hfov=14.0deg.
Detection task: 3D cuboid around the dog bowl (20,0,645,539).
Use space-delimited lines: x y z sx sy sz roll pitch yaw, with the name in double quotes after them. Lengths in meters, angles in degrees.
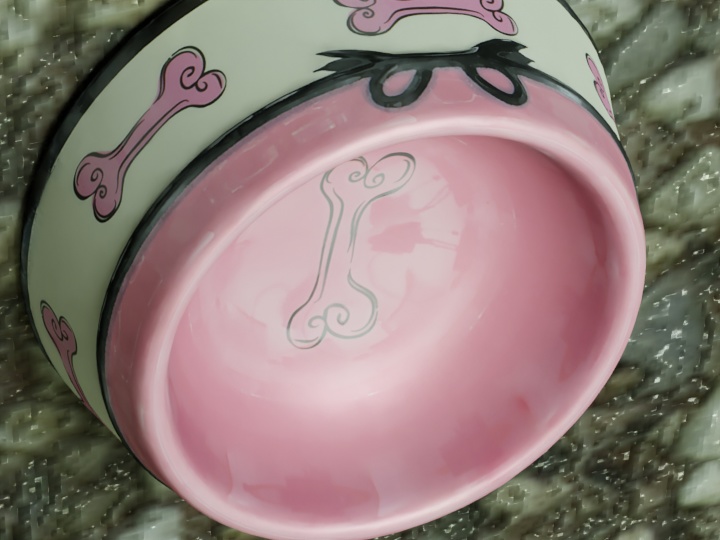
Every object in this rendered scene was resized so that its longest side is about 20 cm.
0.000 0.000 0.902 0.200 0.074 0.200 -14 132 -16 "dog bowl"
